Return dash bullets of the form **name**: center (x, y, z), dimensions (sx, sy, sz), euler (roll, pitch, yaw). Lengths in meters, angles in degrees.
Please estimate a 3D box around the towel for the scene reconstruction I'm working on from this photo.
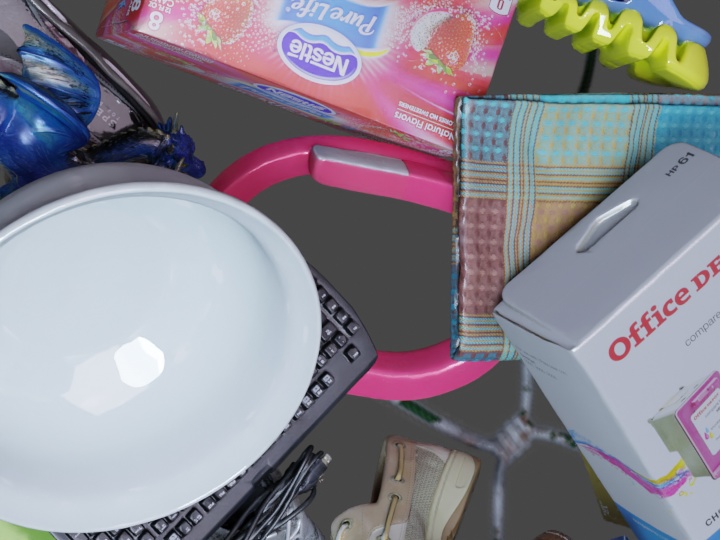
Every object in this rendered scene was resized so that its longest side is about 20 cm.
- **towel**: center (0.137, -0.025, 1.197), dimensions (0.199, 0.022, 0.147), euler (-2, 94, -30)

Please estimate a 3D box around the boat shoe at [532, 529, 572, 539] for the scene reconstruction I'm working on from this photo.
- **boat shoe**: center (0.164, 0.220, 1.283), dimensions (0.072, 0.076, 0.200), euler (-44, 115, -16)

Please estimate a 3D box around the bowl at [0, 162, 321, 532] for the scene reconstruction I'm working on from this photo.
- **bowl**: center (-0.127, 0.022, 1.052), dimensions (0.200, 0.090, 0.202), euler (-12, 128, -16)

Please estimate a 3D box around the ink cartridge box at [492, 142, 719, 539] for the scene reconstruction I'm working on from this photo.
- **ink cartridge box**: center (0.184, 0.054, 1.173), dimensions (0.144, 0.085, 0.200), euler (-41, 119, -11)

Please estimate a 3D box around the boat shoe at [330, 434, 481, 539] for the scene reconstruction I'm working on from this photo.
- **boat shoe**: center (0.011, 0.160, 1.173), dimensions (0.065, 0.200, 0.072), euler (22, 127, 5)

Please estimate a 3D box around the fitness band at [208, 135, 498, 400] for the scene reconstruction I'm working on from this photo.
- **fitness band**: center (0.000, 0.000, 1.196), dimensions (0.199, 0.037, 0.144), euler (13, 118, -19)

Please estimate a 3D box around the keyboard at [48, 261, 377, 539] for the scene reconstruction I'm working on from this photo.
- **keyboard**: center (-0.062, 0.092, 1.123), dimensions (0.104, 0.040, 0.200), euler (48, 71, -11)

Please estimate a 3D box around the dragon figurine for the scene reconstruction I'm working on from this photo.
- **dragon figurine**: center (-0.167, -0.080, 1.090), dimensions (0.099, 0.059, 0.200), euler (-35, 114, 25)

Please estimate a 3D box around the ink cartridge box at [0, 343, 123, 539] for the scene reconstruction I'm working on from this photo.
- **ink cartridge box**: center (-0.194, 0.086, 1.137), dimensions (0.147, 0.076, 0.201), euler (3, 91, -20)

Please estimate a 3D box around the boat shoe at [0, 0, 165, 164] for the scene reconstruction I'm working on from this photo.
- **boat shoe**: center (-0.179, -0.119, 1.140), dimensions (0.200, 0.057, 0.067), euler (38, 81, -18)

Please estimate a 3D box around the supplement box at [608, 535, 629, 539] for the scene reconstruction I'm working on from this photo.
- **supplement box**: center (0.119, 0.291, 1.157), dimensions (0.134, 0.200, 0.200), euler (-20, 118, 19)

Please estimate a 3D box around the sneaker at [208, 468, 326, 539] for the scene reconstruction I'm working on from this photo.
- **sneaker**: center (-0.058, 0.152, 1.187), dimensions (0.075, 0.082, 0.200), euler (-41, 106, -13)

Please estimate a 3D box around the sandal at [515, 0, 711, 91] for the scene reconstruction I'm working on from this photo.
- **sandal**: center (0.120, -0.176, 1.232), dimensions (0.199, 0.079, 0.087), euler (24, 86, -18)

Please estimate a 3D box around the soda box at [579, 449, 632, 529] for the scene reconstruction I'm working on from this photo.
- **soda box**: center (0.151, 0.049, 1.265), dimensions (0.064, 0.068, 0.201), euler (-24, 101, -18)

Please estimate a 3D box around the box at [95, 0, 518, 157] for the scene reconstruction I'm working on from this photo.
- **box**: center (-0.029, -0.139, 1.173), dimensions (0.199, 0.095, 0.100), euler (20, 87, -20)
